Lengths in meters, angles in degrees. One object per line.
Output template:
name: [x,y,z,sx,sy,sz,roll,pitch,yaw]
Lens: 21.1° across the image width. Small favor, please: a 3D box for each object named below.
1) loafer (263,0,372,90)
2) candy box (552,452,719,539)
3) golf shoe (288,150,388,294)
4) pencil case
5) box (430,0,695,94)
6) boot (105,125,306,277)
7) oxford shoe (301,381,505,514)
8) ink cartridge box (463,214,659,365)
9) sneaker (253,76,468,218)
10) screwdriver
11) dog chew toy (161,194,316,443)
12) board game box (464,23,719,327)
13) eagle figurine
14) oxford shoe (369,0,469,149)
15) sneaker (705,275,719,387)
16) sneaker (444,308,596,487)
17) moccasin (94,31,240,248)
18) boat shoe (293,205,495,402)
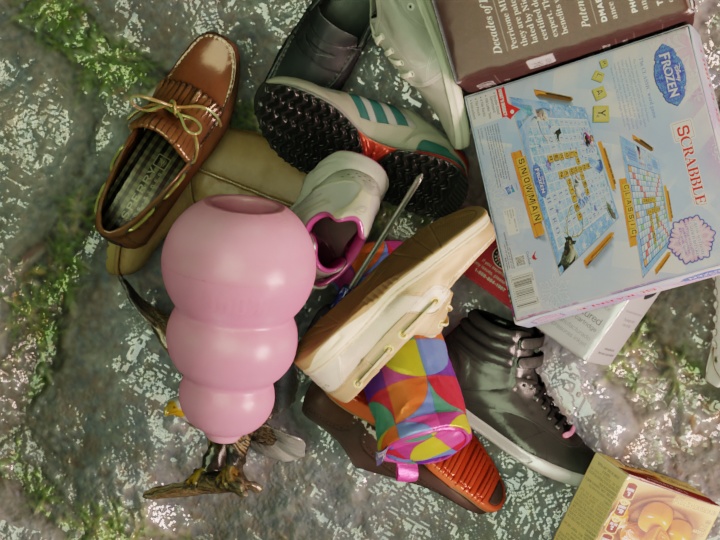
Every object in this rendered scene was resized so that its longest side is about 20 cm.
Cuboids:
loafer: [-0.026,-0.208,1.681,0.068,0.070,0.201,39,98,10]
candy box: [0.213,0.267,1.663,0.115,0.055,0.200,21,98,-32]
golf shoe: [-0.051,-0.012,1.634,0.075,0.092,0.200,27,125,-17]
pencil case: [0.031,0.073,1.653,0.088,0.088,0.200,-18,64,9]
box: [0.158,-0.252,1.602,0.200,0.166,0.164,-17,89,9]
boot: [-0.109,-0.046,1.709,0.200,0.066,0.175,21,97,5]
oxford shoe: [0.039,0.155,1.712,0.200,0.071,0.073,38,127,1]
ink cartridge box: [0.200,-0.042,1.641,0.146,0.083,0.200,36,98,20]
sneaker: [0.004,-0.115,1.673,0.200,0.093,0.070,24,116,-2]
screwdriver: [0.000,0.000,1.628,0.028,0.029,0.200,27,104,-13]
dog chew toy: [-0.103,0.043,1.562,0.125,0.125,0.200,9,105,7]
board game box: [0.201,-0.075,1.575,0.199,0.041,0.200,-16,78,21]
eagle figurine: [-0.128,0.097,1.680,0.152,0.151,0.200,-5,87,-1]
oxford shoe: [0.043,-0.192,1.628,0.058,0.075,0.200,-23,107,0]
sneaker: [0.320,0.050,1.652,0.085,0.073,0.200,-23,82,25]
sneaker: [0.150,0.107,1.679,0.200,0.071,0.099,33,103,9]
moccasin: [-0.168,-0.114,1.652,0.074,0.078,0.201,35,86,7]
boat shoe: [0.038,0.029,1.589,0.200,0.074,0.069,-40,108,1]
